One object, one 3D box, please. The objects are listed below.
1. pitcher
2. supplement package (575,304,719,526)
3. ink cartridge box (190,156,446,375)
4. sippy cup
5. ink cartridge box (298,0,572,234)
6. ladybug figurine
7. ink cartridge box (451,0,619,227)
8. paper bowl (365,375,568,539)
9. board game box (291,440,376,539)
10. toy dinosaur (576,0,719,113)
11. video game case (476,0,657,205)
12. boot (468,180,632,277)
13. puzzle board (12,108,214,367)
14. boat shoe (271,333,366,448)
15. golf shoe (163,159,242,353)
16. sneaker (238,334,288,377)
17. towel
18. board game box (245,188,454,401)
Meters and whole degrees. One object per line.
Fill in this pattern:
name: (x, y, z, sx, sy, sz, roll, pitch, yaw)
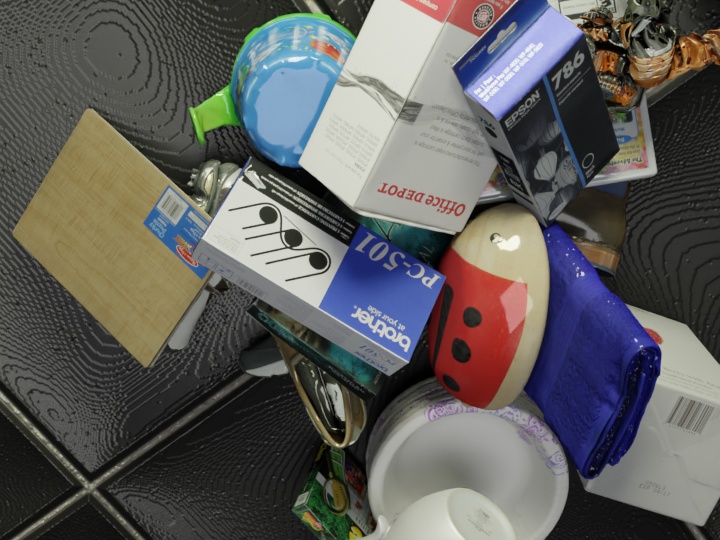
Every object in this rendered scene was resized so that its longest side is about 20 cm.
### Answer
pitcher: (0.038, 0.286, 0.935, 0.171, 0.121, 0.200, 36, 116, 0)
supplement package: (0.266, 0.123, 0.939, 0.121, 0.200, 0.120, 18, 109, -8)
ink cartridge box: (-0.033, -0.003, 0.840, 0.200, 0.094, 0.044, 32, 150, -8)
sippy cup: (-0.052, -0.150, 0.867, 0.140, 0.130, 0.178, 39, 105, -14)
ink cartridge box: (0.059, -0.142, 0.794, 0.146, 0.083, 0.201, 9, 114, -48)
ladybug figurine: (0.107, 0.037, 0.880, 0.072, 0.136, 0.201, -1, 113, -21)
ink cartridge box: (0.147, -0.127, 0.795, 0.099, 0.039, 0.200, -46, 141, -4)
paper bowl: (0.105, 0.198, 1.012, 0.200, 0.104, 0.202, -1, 110, -2)
board game box: (0.011, 0.280, 1.039, 0.023, 0.105, 0.200, -28, 111, 32)
toy dinosaur: (0.235, -0.201, 0.826, 0.199, 0.102, 0.136, -9, 109, 7)
video game case: (0.156, -0.160, 0.899, 0.199, 0.024, 0.183, -9, 91, 1)
boot: (0.163, -0.070, 0.950, 0.199, 0.075, 0.097, 20, 85, -3)
puzzle board: (-0.223, -0.031, 0.920, 0.200, 0.017, 0.151, 41, 106, 16)
boat shoe: (-0.045, 0.067, 0.902, 0.071, 0.076, 0.201, -25, 92, 6)
golf shoe: (-0.138, -0.003, 0.947, 0.094, 0.078, 0.201, 17, 110, -8)
sneaker: (-0.037, 0.036, 0.976, 0.199, 0.074, 0.085, -27, 93, 5)
towel: (0.183, 0.059, 0.855, 0.049, 0.200, 0.148, -2, 127, -22)
board game box: (0.000, 0.000, 0.900, 0.135, 0.200, 0.028, 36, 147, -9)
